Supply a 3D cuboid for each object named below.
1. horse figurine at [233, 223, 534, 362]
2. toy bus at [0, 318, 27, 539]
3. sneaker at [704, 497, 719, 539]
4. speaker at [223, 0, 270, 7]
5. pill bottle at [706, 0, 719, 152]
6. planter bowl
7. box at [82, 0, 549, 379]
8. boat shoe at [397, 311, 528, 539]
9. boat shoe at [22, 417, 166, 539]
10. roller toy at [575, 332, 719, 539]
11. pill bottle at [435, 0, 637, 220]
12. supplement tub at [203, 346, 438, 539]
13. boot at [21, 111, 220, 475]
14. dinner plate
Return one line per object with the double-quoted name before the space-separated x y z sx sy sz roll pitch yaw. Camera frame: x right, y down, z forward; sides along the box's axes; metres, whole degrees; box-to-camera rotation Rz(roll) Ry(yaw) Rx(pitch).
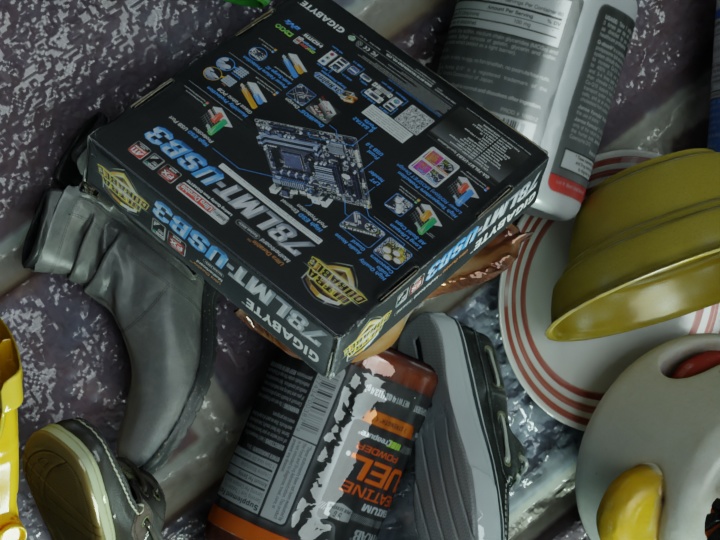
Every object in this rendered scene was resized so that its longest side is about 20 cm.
"horse figurine" 0.000 0.000 1.239 0.133 0.050 0.200 40 50 7
"toy bus" -0.291 0.125 1.158 0.200 0.136 0.192 -13 118 -22
"sneaker" 0.308 0.138 1.304 0.200 0.075 0.078 -35 122 -11
"speaker" -0.063 -0.266 1.231 0.088 0.088 0.200 16 89 -27
"pill bottle" 0.300 -0.148 1.401 0.112 0.112 0.200 6 88 -26
"planter bowl" 0.204 -0.026 1.330 0.200 0.200 0.083 -11 75 -24
"box" -0.025 -0.060 1.203 0.200 0.050 0.198 37 56 18
"boat shoe" 0.077 0.118 1.315 0.071 0.072 0.200 11 59 -31
"boat shoe" -0.151 0.141 1.210 0.065 0.073 0.200 -39 154 -24
"roller toy" 0.253 0.144 1.386 0.200 0.140 0.182 38 86 -36
"pill bottle" 0.113 -0.141 1.314 0.116 0.116 0.200 18 89 -27
"supplement tub" -0.032 0.137 1.285 0.107 0.107 0.200 23 87 -26
"boot" -0.150 0.015 1.240 0.132 0.070 0.200 21 75 -25
"dinner plate" 0.179 0.015 1.417 0.200 0.024 0.200 -3 98 -25
